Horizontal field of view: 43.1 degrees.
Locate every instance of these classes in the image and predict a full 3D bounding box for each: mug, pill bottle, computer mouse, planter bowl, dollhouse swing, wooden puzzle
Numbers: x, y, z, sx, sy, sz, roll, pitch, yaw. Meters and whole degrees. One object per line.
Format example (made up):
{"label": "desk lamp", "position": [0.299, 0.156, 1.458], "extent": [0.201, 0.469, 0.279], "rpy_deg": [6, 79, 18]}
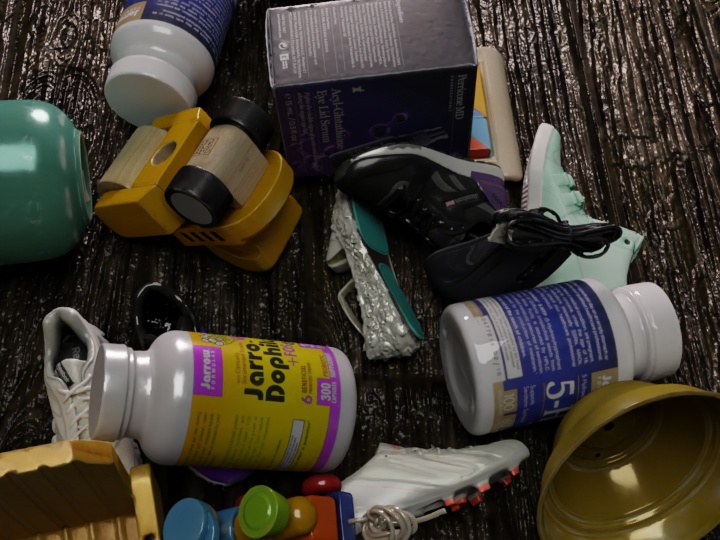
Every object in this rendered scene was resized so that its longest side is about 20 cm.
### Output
{"label": "mug", "position": [-0.322, -0.098, 0.876], "extent": [0.113, 0.152, 0.187], "rpy_deg": [-6, 61, -11]}
{"label": "pill bottle", "position": [0.182, 0.072, 0.833], "extent": [0.198, 0.120, 0.121], "rpy_deg": [-11, 62, -9]}
{"label": "computer mouse", "position": [0.130, -0.002, 0.840], "extent": [0.137, 0.200, 0.053], "rpy_deg": [5, 74, -29]}
{"label": "pill bottle", "position": [-0.206, -0.258, 0.994], "extent": [0.114, 0.116, 0.202], "rpy_deg": [9, 60, 1]}
{"label": "planter bowl", "position": [0.227, 0.156, 0.776], "extent": [0.198, 0.202, 0.084], "rpy_deg": [-11, 34, -10]}
{"label": "dollhouse swing", "position": [-0.243, 0.228, 0.658], "extent": [0.198, 0.176, 0.184], "rpy_deg": [-9, 79, -10]}
{"label": "wooden puzzle", "position": [0.075, -0.178, 1.015], "extent": [0.198, 0.037, 0.187], "rpy_deg": [-1, 60, -5]}
{"label": "pill bottle", "position": [-0.110, 0.104, 0.728], "extent": [0.198, 0.104, 0.105], "rpy_deg": [8, 58, -23]}

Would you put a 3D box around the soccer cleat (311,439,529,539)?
{"label": "soccer cleat", "position": [0.052, 0.178, 0.795], "extent": [0.198, 0.069, 0.078], "rpy_deg": [-19, 66, -11]}

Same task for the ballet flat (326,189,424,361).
{"label": "ballet flat", "position": [0.000, 0.000, 0.897], "extent": [0.071, 0.072, 0.201], "rpy_deg": [-13, 60, -11]}

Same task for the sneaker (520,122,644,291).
{"label": "sneaker", "position": [0.226, -0.055, 0.933], "extent": [0.117, 0.074, 0.203], "rpy_deg": [2, 70, 5]}

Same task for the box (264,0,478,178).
{"label": "box", "position": [0.012, -0.186, 0.919], "extent": [0.198, 0.148, 0.105], "rpy_deg": [-7, 60, 1]}

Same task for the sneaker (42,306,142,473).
{"label": "sneaker", "position": [-0.242, 0.124, 0.798], "extent": [0.074, 0.081, 0.201], "rpy_deg": [-17, 65, -15]}

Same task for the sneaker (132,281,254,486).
{"label": "sneaker", "position": [-0.155, 0.094, 0.807], "extent": [0.069, 0.100, 0.201], "rpy_deg": [-26, 65, -15]}

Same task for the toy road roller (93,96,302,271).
{"label": "toy road roller", "position": [-0.150, -0.072, 0.909], "extent": [0.199, 0.146, 0.124], "rpy_deg": [0, 52, 41]}

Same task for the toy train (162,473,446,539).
{"label": "toy train", "position": [-0.046, 0.193, 0.708], "extent": [0.198, 0.116, 0.085], "rpy_deg": [-20, 58, 23]}

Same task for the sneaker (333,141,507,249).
{"label": "sneaker", "position": [0.070, -0.067, 0.902], "extent": [0.198, 0.076, 0.088], "rpy_deg": [4, 65, -29]}
